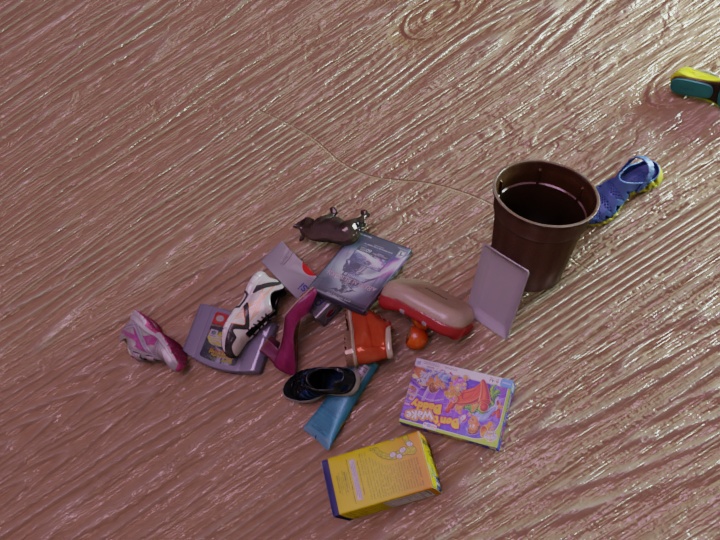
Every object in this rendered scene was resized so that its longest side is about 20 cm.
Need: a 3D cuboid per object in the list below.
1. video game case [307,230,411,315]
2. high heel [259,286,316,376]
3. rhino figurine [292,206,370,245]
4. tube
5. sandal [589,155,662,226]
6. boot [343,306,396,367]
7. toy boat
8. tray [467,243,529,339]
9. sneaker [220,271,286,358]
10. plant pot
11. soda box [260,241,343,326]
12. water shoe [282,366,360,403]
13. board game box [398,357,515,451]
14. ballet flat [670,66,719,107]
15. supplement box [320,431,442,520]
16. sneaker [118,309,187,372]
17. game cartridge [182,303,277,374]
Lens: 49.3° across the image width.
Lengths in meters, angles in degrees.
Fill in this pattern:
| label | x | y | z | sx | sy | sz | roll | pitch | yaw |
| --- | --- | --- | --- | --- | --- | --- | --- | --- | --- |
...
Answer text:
| label | x | y | z | sx | sy | sz | roll | pitch | yaw |
| --- | --- | --- | --- | --- | --- | --- | --- | --- | --- |
| video game case | 0.000 | 0.000 | 1.677 | 0.142 | 0.019 | 0.200 | 21 | 52 | 25 |
| high heel | -0.125 | 0.128 | 1.654 | 0.096 | 0.067 | 0.200 | 37 | 115 | 0 |
| rhino figurine | -0.076 | -0.096 | 1.745 | 0.199 | 0.060 | 0.088 | 6 | 46 | 35 |
| tube | -0.038 | 0.264 | 1.615 | 0.077 | 0.050 | 0.200 | 30 | 83 | 39 |
| sandal | 0.525 | -0.170 | 1.597 | 0.200 | 0.087 | 0.080 | -39 | 66 | 1 |
| boot | 0.020 | 0.114 | 1.625 | 0.107 | 0.075 | 0.200 | -8 | 44 | 4 |
| toy boat | 0.125 | 0.101 | 1.604 | 0.200 | 0.130 | 0.131 | 28 | 108 | 24 |
| tray | 0.271 | 0.040 | 1.543 | 0.107 | 0.200 | 0.022 | 35 | 51 | 25 |
| sneaker | -0.229 | 0.099 | 1.682 | 0.080 | 0.074 | 0.201 | 21 | 76 | 20 |
| plant pot | 0.339 | -0.077 | 1.527 | 0.199 | 0.199 | 0.201 | 3 | 45 | -3 |
| soda box | -0.127 | 0.028 | 1.723 | 0.068 | 0.063 | 0.200 | -44 | 64 | -4 |
| water shoe | -0.094 | 0.222 | 1.600 | 0.199 | 0.079 | 0.072 | -14 | 59 | 35 |
| board game box | 0.191 | 0.263 | 1.547 | 0.199 | 0.045 | 0.135 | 11 | 73 | 20 |
| ballet flat | 0.747 | -0.378 | 1.629 | 0.200 | 0.067 | 0.067 | 28 | 58 | 26 |
| supplement box | 0.042 | 0.396 | 1.503 | 0.199 | 0.109 | 0.110 | -19 | 65 | 8 |
| sneaker | -0.468 | 0.176 | 1.762 | 0.200 | 0.081 | 0.088 | 35 | 83 | 33 |
| game cartridge | -0.293 | 0.157 | 1.738 | 0.199 | 0.041 | 0.134 | 12 | 77 | 20 |
